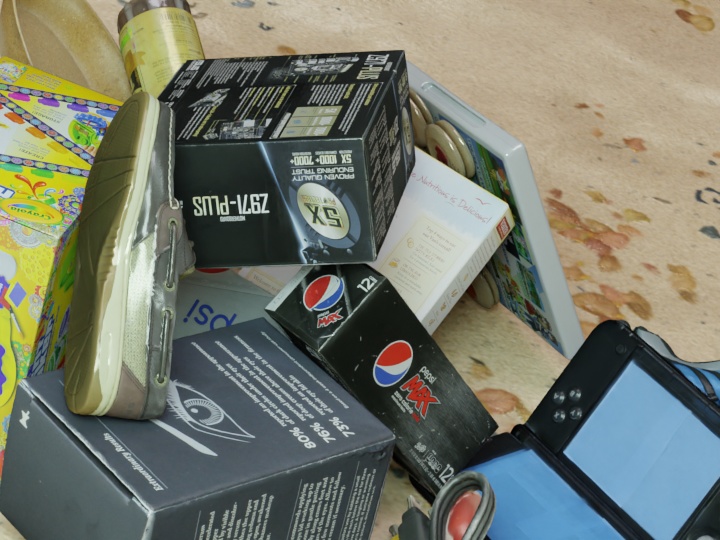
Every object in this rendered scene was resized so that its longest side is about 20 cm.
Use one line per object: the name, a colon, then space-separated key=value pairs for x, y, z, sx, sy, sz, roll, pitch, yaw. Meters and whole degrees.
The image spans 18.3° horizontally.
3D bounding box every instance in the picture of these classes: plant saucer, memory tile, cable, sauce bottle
plant saucer: x=-0.216 y=-0.135 z=1.670 sx=0.035 sy=0.201 sz=0.201 roll=-26 pitch=27 yaw=14
memory tile: x=0.051 y=-0.068 z=1.764 sx=0.017 sy=0.201 sz=0.153 roll=-32 pitch=50 yaw=-15
cable: x=0.058 y=0.206 z=1.427 sx=0.050 sy=0.097 sz=0.201 roll=42 pitch=25 yaw=-31
sauce bottle: x=-0.139 y=-0.119 z=1.712 sx=0.064 sy=0.065 sz=0.201 roll=0 pitch=56 yaw=-27

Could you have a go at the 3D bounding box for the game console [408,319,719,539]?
game console: x=0.165 y=0.142 z=1.555 sx=0.200 sy=0.173 sz=0.118 roll=43 pitch=13 yaw=36

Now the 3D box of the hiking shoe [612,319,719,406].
hiking shoe: x=0.259 y=0.107 z=1.710 sx=0.198 sy=0.075 sz=0.087 roll=14 pitch=37 yaw=14

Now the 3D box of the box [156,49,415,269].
box: x=-0.057 y=-0.076 z=1.488 sx=0.162 sy=0.087 sz=0.200 roll=-2 pitch=21 yaw=10

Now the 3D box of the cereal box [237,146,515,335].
cereal box: x=0.000 y=0.000 z=1.648 sx=0.143 sy=0.040 sz=0.200 roll=34 pitch=77 yaw=25

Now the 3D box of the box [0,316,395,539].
box: x=-0.103 y=0.126 z=1.396 sx=0.199 sy=0.105 sz=0.148 roll=-13 pitch=40 yaw=-38

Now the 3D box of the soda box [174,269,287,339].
soda box: x=-0.122 y=0.024 z=1.610 sx=0.199 sy=0.069 sz=0.063 roll=31 pitch=-9 yaw=23

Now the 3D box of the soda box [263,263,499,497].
soda box: x=0.017 y=0.067 z=1.508 sx=0.071 sy=0.200 sz=0.063 roll=-47 pitch=48 yaw=-9

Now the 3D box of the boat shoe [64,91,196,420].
boat shoe: x=-0.134 y=-0.006 z=1.359 sx=0.066 sy=0.072 sz=0.203 roll=17 pitch=70 yaw=-28

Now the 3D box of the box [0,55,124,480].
box: x=-0.240 y=-0.002 z=1.489 sx=0.121 sy=0.201 sz=0.193 roll=21 pitch=31 yaw=5

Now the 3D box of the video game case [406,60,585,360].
video game case: x=0.098 y=-0.048 z=1.730 sx=0.022 sy=0.201 sz=0.182 roll=-30 pitch=36 yaw=-14
